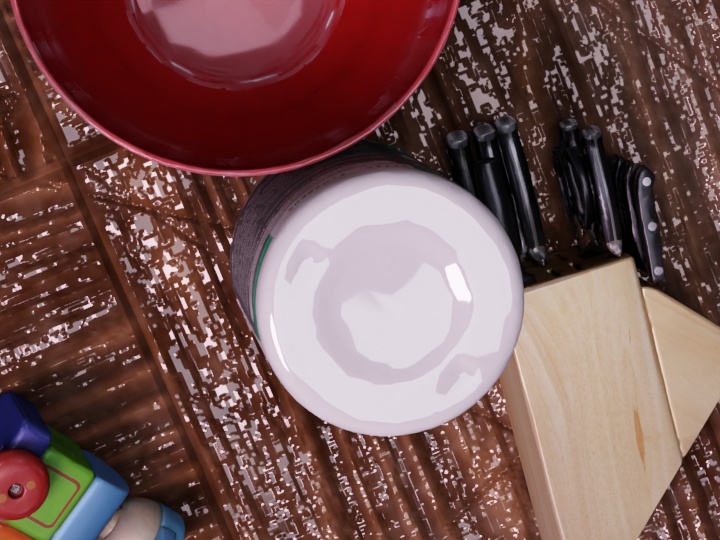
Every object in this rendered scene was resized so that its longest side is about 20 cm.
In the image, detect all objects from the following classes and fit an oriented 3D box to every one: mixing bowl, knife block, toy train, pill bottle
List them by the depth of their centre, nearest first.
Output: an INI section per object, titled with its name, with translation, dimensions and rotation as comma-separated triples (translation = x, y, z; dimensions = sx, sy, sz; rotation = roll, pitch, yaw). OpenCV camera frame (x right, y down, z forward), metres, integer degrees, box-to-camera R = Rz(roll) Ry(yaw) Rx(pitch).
[pill bottle]
translation = 0.000, 0.000, 0.978
dimensions = 0.113, 0.200, 0.113
rotation = -1, 99, -8
[mixing bowl]
translation = -0.057, -0.139, 0.988
dimensions = 0.200, 0.108, 0.200
rotation = 0, 89, -4
[toy train]
translation = -0.182, 0.169, 1.044
dimensions = 0.116, 0.085, 0.200
rotation = 34, 92, -25
[knife block]
translation = 0.089, 0.031, 1.066
dimensions = 0.176, 0.064, 0.200
rotation = 29, 94, -11
